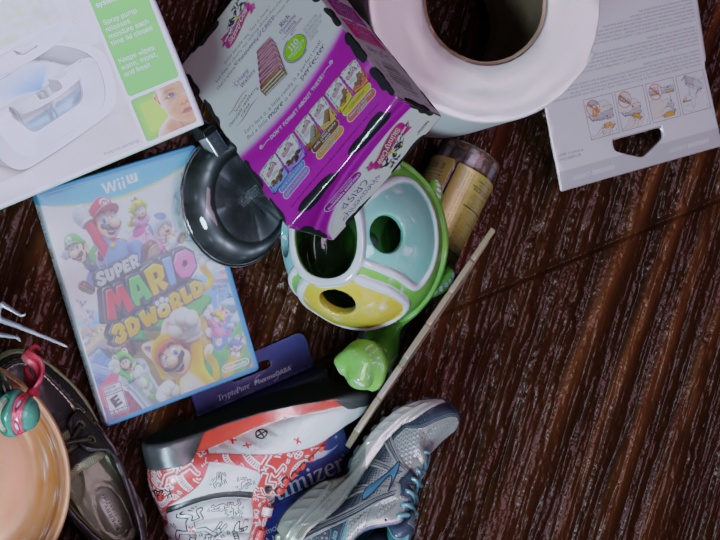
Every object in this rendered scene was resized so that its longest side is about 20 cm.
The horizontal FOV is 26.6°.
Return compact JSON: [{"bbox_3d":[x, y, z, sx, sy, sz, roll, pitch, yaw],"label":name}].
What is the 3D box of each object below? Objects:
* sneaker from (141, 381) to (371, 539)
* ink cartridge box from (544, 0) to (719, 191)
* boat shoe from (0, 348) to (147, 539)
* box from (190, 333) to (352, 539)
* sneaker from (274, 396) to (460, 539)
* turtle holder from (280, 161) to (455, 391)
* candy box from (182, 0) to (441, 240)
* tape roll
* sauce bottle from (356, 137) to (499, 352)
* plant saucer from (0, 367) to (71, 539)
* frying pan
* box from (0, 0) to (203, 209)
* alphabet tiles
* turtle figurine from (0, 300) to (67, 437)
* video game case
[{"bbox_3d":[-0.078,0.166,1.273,0.201,0.067,0.108,-15,101,-21],"label":"sneaker"},{"bbox_3d":[0.243,-0.183,1.453,0.200,0.045,0.177,-16,100,-25],"label":"ink cartridge box"},{"bbox_3d":[-0.229,0.150,1.226,0.072,0.066,0.201,-36,109,-18],"label":"boat shoe"},{"bbox_3d":[-0.068,0.168,1.332,0.121,0.032,0.200,-22,103,-24],"label":"box"},{"bbox_3d":[0.025,0.196,1.307,0.200,0.086,0.078,-43,148,-18],"label":"sneaker"},{"bbox_3d":[-0.008,-0.007,1.273,0.132,0.141,0.186,2,110,-67],"label":"turtle holder"},{"bbox_3d":[-0.044,-0.142,1.199,0.136,0.200,0.061,-48,146,20],"label":"candy box"},{"bbox_3d":[0.085,-0.218,1.293,0.202,0.139,0.203,0,90,-15],"label":"tape roll"},{"bbox_3d":[0.056,-0.019,1.362,0.065,0.065,0.200,32,81,-26],"label":"sauce bottle"},{"bbox_3d":[-0.322,0.161,1.166,0.200,0.037,0.201,0,90,-6],"label":"plant saucer"},{"bbox_3d":[-0.108,-0.097,1.280,0.115,0.031,0.191,-16,101,-42],"label":"frying pan"},{"bbox_3d":[-0.248,-0.158,1.158,0.200,0.097,0.177,-23,106,-12],"label":"box"},{"bbox_3d":[0.048,0.064,1.313,0.008,0.167,0.200,34,76,4],"label":"alphabet tiles"},{"bbox_3d":[-0.308,0.093,1.099,0.199,0.101,0.150,6,72,10],"label":"turtle figurine"},{"bbox_3d":[-0.175,0.011,1.263,0.143,0.018,0.201,-19,100,-24],"label":"video game case"}]
